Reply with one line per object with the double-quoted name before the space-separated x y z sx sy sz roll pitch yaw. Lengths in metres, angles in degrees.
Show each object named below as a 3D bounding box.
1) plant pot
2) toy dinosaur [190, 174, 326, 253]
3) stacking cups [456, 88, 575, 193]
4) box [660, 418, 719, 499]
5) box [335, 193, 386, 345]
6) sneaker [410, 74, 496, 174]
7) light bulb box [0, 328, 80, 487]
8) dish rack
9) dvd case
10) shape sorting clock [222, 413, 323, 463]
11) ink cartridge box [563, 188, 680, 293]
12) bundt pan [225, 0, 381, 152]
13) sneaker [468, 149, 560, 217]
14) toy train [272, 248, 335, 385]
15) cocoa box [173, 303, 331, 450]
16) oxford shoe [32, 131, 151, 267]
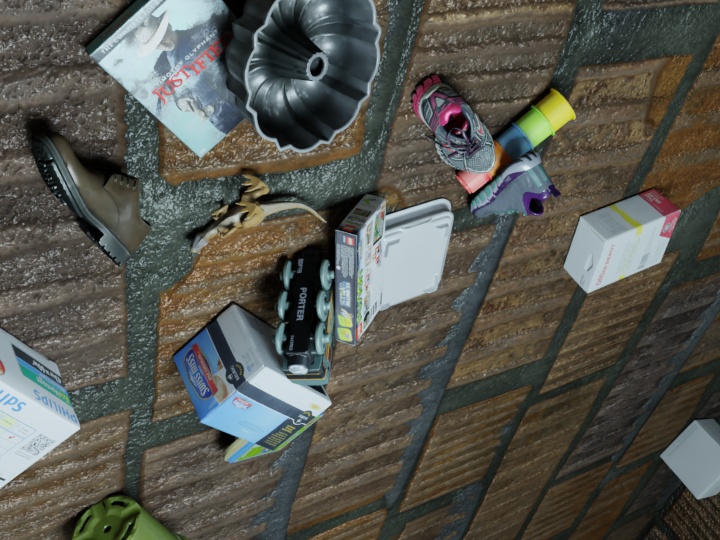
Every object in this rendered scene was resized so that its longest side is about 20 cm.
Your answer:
"plant pot" -0.395 0.486 1.396 0.199 0.200 0.191 -28 130 -12
"toy dinosaur" -0.139 -0.082 1.096 0.198 0.061 0.106 -18 164 -16
"stacking cups" 0.240 -0.193 1.271 0.200 0.061 0.060 -41 144 6
"box" 1.221 0.664 2.898 0.170 0.201 0.200 7 126 -46
"box" 0.000 0.000 1.229 0.110 0.034 0.202 -52 151 -49
"sneaker" 0.142 -0.191 1.174 0.081 0.075 0.200 -44 140 10
"light bulb box" -0.494 0.174 1.002 0.199 0.125 0.199 -36 143 -3
"dish rack" 0.077 -0.015 1.345 0.170 0.044 0.201 -18 138 -23
"dvd case" -0.186 -0.228 0.913 0.146 0.022 0.200 -40 143 3
"shape sorting clock" -0.152 0.279 1.442 0.198 0.039 0.200 -26 159 -10
"ink cartridge box" 0.517 -0.060 1.628 0.198 0.084 0.146 -20 140 -22
"bundt pan" -0.071 -0.241 0.923 0.201 0.076 0.204 -30 137 -32
"sneaker" 0.237 -0.107 1.284 0.074 0.088 0.200 -32 173 -21
"toy train" -0.076 0.071 1.199 0.084 0.202 0.114 -3 146 9
"cocoa box" -0.165 0.171 1.264 0.131 0.134 0.200 -39 144 8
"oxford shoe" -0.301 -0.095 0.933 0.084 0.072 0.201 -45 149 -15
